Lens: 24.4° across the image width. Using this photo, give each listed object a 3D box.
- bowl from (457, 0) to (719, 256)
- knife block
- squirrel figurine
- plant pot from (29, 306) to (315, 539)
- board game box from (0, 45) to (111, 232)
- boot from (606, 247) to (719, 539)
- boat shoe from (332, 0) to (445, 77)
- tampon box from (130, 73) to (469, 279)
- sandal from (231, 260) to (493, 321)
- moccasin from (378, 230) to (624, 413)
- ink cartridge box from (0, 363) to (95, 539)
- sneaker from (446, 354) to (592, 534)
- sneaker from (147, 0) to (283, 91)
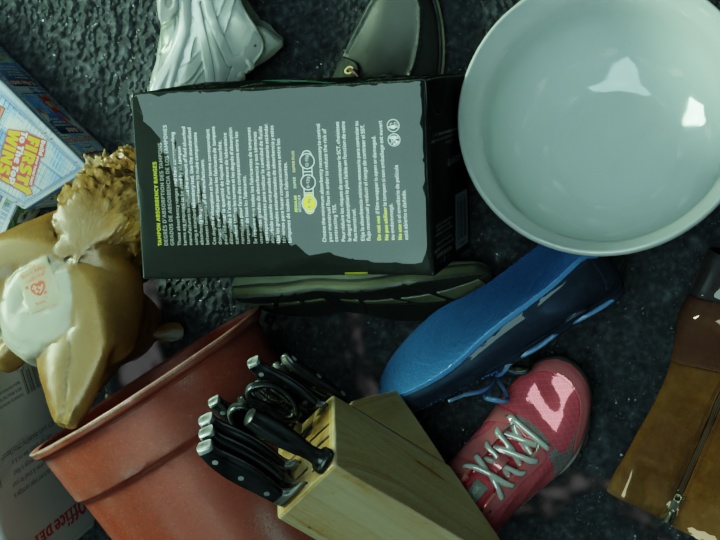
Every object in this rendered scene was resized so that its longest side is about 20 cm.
[{"bbox_3d":[0.170,-0.096,1.139,0.200,0.090,0.202,-3,74,11],"label":"bowl"},{"bbox_3d":[-0.013,0.147,1.119,0.064,0.175,0.200,-44,72,29],"label":"knife block"},{"bbox_3d":[-0.188,0.010,1.241,0.141,0.187,0.201,29,91,18],"label":"squirrel figurine"},{"bbox_3d":[-0.108,0.162,1.235,0.200,0.201,0.196,-31,94,19],"label":"plant pot"},{"bbox_3d":[-0.302,-0.084,1.333,0.199,0.062,0.201,30,104,14],"label":"board game box"},{"bbox_3d":[0.286,0.109,1.149,0.187,0.068,0.201,22,103,15],"label":"boot"},{"bbox_3d":[0.009,-0.119,1.223,0.073,0.063,0.202,21,101,18],"label":"boat shoe"},{"bbox_3d":[-0.036,-0.066,1.133,0.199,0.150,0.127,-1,98,14],"label":"tampon box"},{"bbox_3d":[-0.001,0.000,1.233,0.200,0.080,0.058,0,71,17],"label":"sandal"},{"bbox_3d":[0.101,0.053,1.188,0.200,0.081,0.068,-33,123,30],"label":"moccasin"},{"bbox_3d":[-0.296,0.134,1.298,0.084,0.145,0.201,-12,99,19],"label":"ink cartridge box"},{"bbox_3d":[0.100,0.151,1.207,0.074,0.087,0.201,38,106,10],"label":"sneaker"},{"bbox_3d":[-0.109,-0.155,1.253,0.099,0.078,0.201,5,110,-5],"label":"sneaker"}]
